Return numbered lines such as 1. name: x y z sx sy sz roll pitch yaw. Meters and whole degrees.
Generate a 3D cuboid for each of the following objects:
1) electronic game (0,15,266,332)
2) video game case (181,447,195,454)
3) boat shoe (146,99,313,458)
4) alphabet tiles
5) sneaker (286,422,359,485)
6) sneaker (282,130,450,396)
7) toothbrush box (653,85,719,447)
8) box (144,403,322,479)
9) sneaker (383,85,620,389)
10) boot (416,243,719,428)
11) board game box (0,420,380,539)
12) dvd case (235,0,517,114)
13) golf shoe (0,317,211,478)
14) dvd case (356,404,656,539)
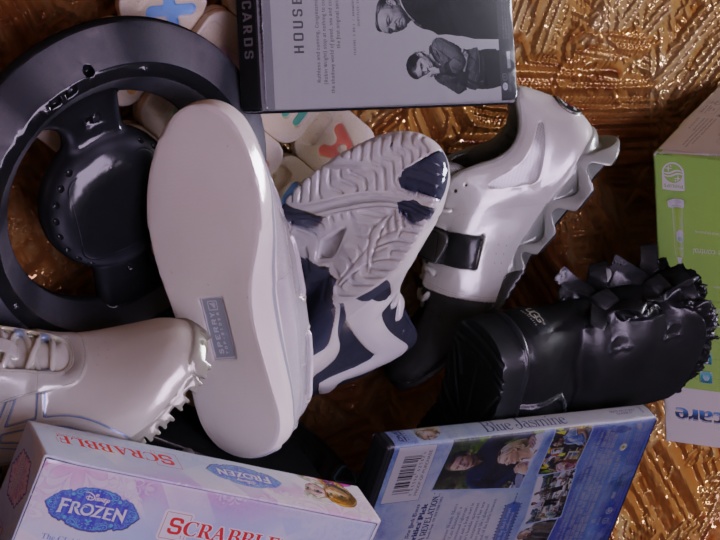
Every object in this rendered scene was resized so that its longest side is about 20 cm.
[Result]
1. electronic game: -0.138 -0.041 1.525 0.200 0.042 0.200 -17 121 -30
2. video game case: -0.103 0.207 1.556 0.143 0.018 0.200 -35 123 -4
3. boat shoe: -0.061 0.000 1.531 0.069 0.072 0.200 -41 121 -60
4. alphabet tiles: -0.085 -0.077 1.577 0.196 0.015 0.200 39 88 -38
5. sneaker: -0.018 0.145 1.684 0.200 0.082 0.073 32 89 -37
6. sneaker: 0.000 0.000 1.626 0.199 0.079 0.130 -60 163 17
7. toothbrush box: 0.251 -0.005 1.787 0.146 0.086 0.200 -41 133 -55
8. box: -0.125 0.176 1.586 0.141 0.079 0.200 23 104 -33
9. sneaker: 0.061 -0.024 1.697 0.088 0.074 0.200 36 92 -15
10. boot: 0.123 0.078 1.710 0.162 0.073 0.198 -15 139 -30
11. board game box: -0.117 0.190 1.505 0.200 0.041 0.200 14 110 -28
12. dvd case: 0.010 -0.166 1.589 0.200 0.025 0.150 -5 93 -43
13. golf shoe: -0.179 0.062 1.490 0.200 0.078 0.097 -23 130 9
14. dvd case: 0.073 0.147 1.663 0.200 0.018 0.143 -4 126 -35
